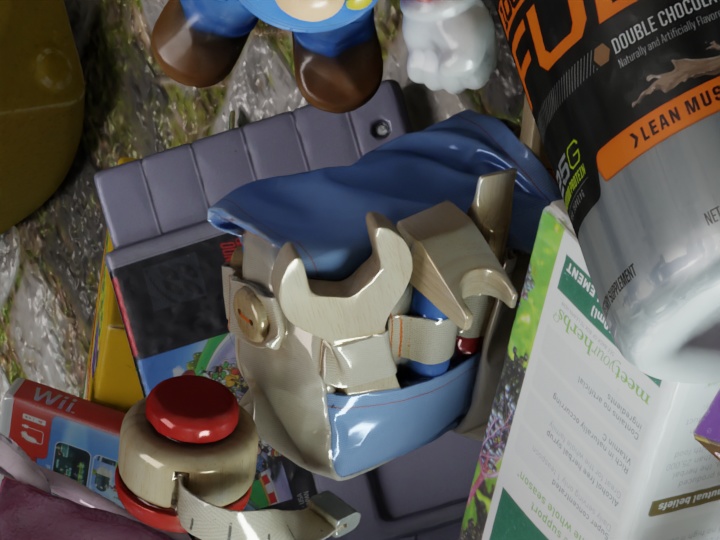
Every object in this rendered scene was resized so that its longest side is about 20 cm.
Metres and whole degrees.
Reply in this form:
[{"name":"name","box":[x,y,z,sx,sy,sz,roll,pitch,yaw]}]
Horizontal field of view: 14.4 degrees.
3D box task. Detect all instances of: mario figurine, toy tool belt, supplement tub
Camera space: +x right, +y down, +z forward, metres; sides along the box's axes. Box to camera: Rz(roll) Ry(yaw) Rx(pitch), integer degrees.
[{"name":"mario figurine","box":[-0.022,-0.095,0.926,0.106,0.123,0.200,61,164,12]},{"name":"toy tool belt","box":[0.000,0.000,0.971,0.125,0.199,0.124,33,130,36]},{"name":"supplement tub","box":[0.103,-0.079,0.839,0.123,0.122,0.201,-47,55,53]}]

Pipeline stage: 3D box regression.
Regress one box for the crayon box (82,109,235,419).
[{"name":"crayon box","box":[-0.090,0.043,1.216,0.127,0.050,0.201,-93,13,-56]}]

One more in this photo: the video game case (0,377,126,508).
[{"name":"video game case","box":[-0.059,0.134,1.167,0.199,0.017,0.144,18,124,9]}]

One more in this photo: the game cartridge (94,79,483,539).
[{"name":"game cartridge","box":[-0.019,0.041,1.091,0.038,0.129,0.201,43,-150,-84]}]

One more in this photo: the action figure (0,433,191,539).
[{"name":"action figure","box":[-0.041,0.130,1.029,0.199,0.134,0.150,-11,64,29]}]

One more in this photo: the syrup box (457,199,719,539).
[{"name":"syrup box","box":[0.092,0.074,0.959,0.079,0.081,0.201,47,136,40]}]

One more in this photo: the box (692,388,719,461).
[{"name":"box","box":[0.198,0.088,0.759,0.200,0.137,0.039,20,73,54]}]

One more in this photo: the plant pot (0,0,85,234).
[{"name":"plant pot","box":[-0.236,-0.103,1.325,0.200,0.194,0.197,-20,84,49]}]
